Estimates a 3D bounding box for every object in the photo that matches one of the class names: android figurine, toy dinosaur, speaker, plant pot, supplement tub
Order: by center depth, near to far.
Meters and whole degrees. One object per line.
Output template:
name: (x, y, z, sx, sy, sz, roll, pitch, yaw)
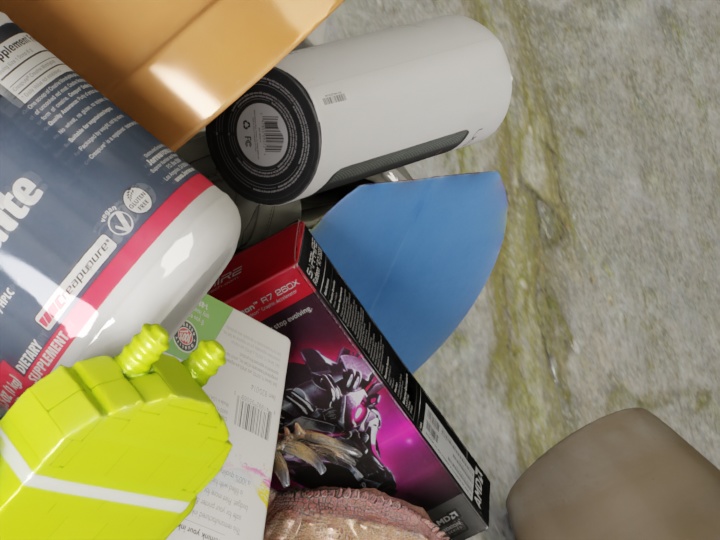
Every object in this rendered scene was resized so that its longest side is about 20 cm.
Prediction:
android figurine: (-0.135, 0.102, 1.188, 0.041, 0.200, 0.182, 48, 16, 28)
supplement tub: (-0.167, -0.032, 1.245, 0.200, 0.140, 0.140, 39, 25, 2)
plant pot: (-0.109, -0.143, 1.365, 0.140, 0.200, 0.200, 49, 27, -9)
toy dinosaur: (-0.010, 0.140, 1.456, 0.200, 0.136, 0.086, 15, 18, -13)
speaker: (0.003, -0.094, 1.553, 0.200, 0.081, 0.081, -20, 85, -54)
plant pot: (0.190, 0.193, 1.807, 0.174, 0.200, 0.200, 57, 20, 23)

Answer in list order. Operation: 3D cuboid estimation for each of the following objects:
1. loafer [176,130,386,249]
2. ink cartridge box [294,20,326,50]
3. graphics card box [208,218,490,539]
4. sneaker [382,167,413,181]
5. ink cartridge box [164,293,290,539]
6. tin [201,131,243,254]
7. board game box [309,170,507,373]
loafer: (-0.063, -0.043, 1.561, 0.200, 0.070, 0.070, -23, 56, -43)
ink cartridge box: (-0.108, -0.186, 1.597, 0.200, 0.125, 0.129, 49, 29, -31)
graphics card box: (-0.031, 0.084, 1.498, 0.200, 0.125, 0.051, 55, 19, -24)
sneaker: (0.002, -0.067, 1.771, 0.200, 0.075, 0.082, 55, 27, -20)
ink cartridge box: (-0.104, 0.114, 1.352, 0.117, 0.067, 0.200, 31, 61, -51)
tin: (-0.037, -0.011, 1.688, 0.200, 0.042, 0.112, 49, 24, -32)
board game box: (0.000, 0.000, 1.612, 0.200, 0.158, 0.039, -9, 42, -47)
